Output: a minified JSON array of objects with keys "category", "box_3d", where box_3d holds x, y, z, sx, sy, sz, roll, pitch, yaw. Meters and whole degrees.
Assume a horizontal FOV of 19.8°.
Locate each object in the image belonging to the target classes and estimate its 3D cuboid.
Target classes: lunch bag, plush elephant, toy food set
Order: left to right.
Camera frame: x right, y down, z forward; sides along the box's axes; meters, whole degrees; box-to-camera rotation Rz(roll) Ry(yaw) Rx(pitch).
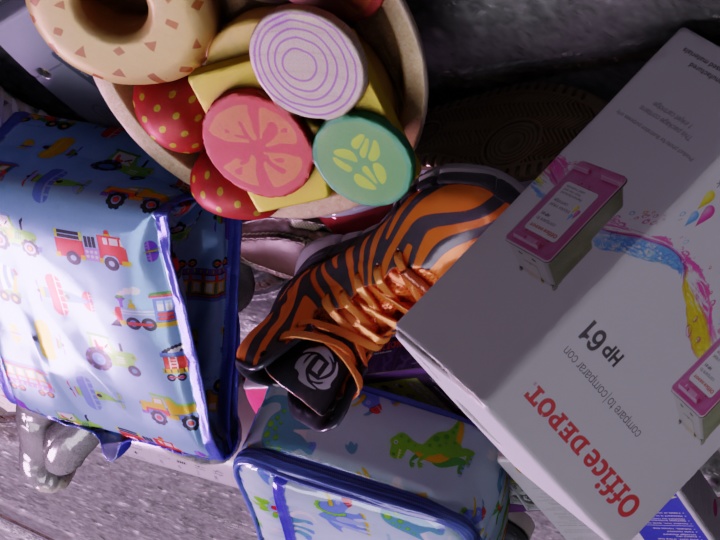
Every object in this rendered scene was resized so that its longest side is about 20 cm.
[{"category":"lunch bag","box_3d":[-0.147,0.025,1.184,0.150,0.094,0.200,11,120,23]},{"category":"plush elephant","box_3d":[-0.140,0.059,1.345,0.155,0.165,0.200,12,161,4]},{"category":"toy food set","box_3d":[-0.058,-0.107,1.017,0.198,0.049,0.200,-11,118,34]},{"category":"lunch bag","box_3d":[0.007,0.140,1.249,0.161,0.083,0.200,18,157,11]}]

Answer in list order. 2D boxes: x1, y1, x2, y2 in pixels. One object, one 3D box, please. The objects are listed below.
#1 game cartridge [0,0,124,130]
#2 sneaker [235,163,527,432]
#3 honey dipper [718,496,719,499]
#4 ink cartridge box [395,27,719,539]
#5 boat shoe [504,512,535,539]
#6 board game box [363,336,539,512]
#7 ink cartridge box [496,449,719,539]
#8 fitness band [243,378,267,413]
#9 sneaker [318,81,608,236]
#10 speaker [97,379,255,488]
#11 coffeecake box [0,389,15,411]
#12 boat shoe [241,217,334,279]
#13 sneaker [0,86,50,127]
[{"category":"game cartridge","box_3d":[-0.103,-0.101,1.151,0.200,0.042,0.133,36,156,-26]},{"category":"sneaker","box_3d":[0.011,0.023,1.028,0.078,0.112,0.200,43,144,-12]},{"category":"honey dipper","box_3d":[0.237,0.159,1.385,0.038,0.038,0.200,34,155,-23]},{"category":"ink cartridge box","box_3d":[0.135,0.012,0.968,0.145,0.200,0.085,46,178,-41]},{"category":"boat shoe","box_3d":[0.017,0.158,1.374,0.200,0.062,0.073,24,157,-6]},{"category":"board game box","box_3d":[0.083,0.093,1.244,0.120,0.032,0.200,-4,148,32]},{"category":"ink cartridge box","box_3d":[0.155,0.133,1.222,0.095,0.037,0.200,-2,152,22]},{"category":"fitness band","box_3d":[0.007,0.097,1.377,0.200,0.037,0.144,-2,147,45]},{"category":"sneaker","box_3d":[0.070,-0.030,1.078,0.200,0.071,0.113,-5,132,40]},{"category":"speaker","box_3d":[-0.117,0.114,1.532,0.200,0.081,0.081,14,154,18]},{"category":"coffeecake box","box_3d":[-0.293,0.023,1.488,0.200,0.073,0.153,34,160,-23]},{"category":"boat shoe","box_3d":[-0.003,-0.003,1.212,0.202,0.075,0.075,2,148,38]},{"category":"sneaker","box_3d":[-0.199,-0.080,1.252,0.093,0.070,0.200,-7,144,20]}]
